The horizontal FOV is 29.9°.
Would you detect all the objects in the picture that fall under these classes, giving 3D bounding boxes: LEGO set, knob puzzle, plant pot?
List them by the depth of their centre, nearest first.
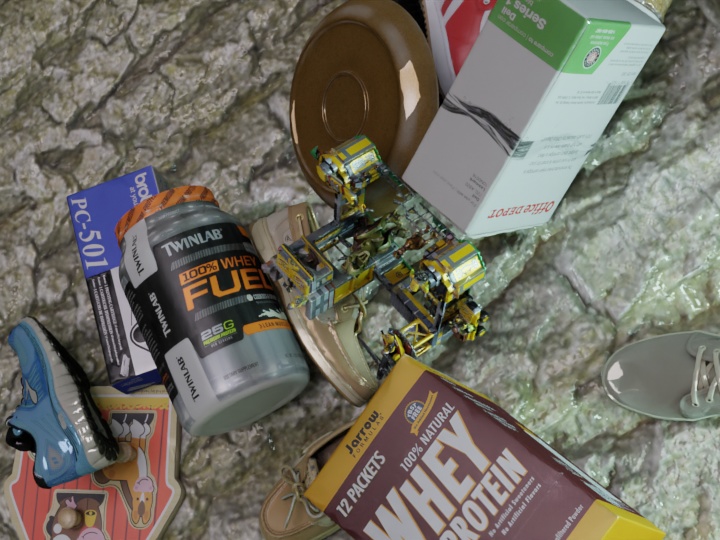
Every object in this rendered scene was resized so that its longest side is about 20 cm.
[{"bbox_3d":[0.000,0.000,1.108,0.116,0.154,0.200,-32,71,-23],"label":"LEGO set"},{"bbox_3d":[-0.007,-0.145,1.209,0.200,0.027,0.201,6,97,50],"label":"plant pot"},{"bbox_3d":[-0.259,0.208,1.278,0.219,0.030,0.220,-5,75,20],"label":"knob puzzle"}]

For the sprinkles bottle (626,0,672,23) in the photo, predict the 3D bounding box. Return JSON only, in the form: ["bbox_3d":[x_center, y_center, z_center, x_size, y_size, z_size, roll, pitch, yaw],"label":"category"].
[{"bbox_3d":[0.264,-0.289,1.167,0.068,0.068,0.200,27,88,25],"label":"sprinkles bottle"}]

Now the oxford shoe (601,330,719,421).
[{"bbox_3d":[0.289,0.084,1.071,0.199,0.058,0.075,2,80,24],"label":"oxford shoe"}]

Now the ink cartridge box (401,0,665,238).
[{"bbox_3d":[0.140,-0.135,1.101,0.084,0.146,0.200,42,117,24],"label":"ink cartridge box"}]

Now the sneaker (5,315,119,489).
[{"bbox_3d":[-0.302,0.122,1.263,0.090,0.078,0.200,-33,46,-3],"label":"sneaker"}]

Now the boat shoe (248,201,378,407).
[{"bbox_3d":[-0.030,0.024,1.206,0.069,0.074,0.200,-32,72,7],"label":"boat shoe"}]

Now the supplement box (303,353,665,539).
[{"bbox_3d":[0.101,0.189,1.043,0.200,0.197,0.133,36,92,26],"label":"supplement box"}]

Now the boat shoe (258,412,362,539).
[{"bbox_3d":[-0.016,0.168,1.170,0.200,0.063,0.073,-42,66,8],"label":"boat shoe"}]

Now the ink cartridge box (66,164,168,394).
[{"bbox_3d":[-0.212,0.008,1.294,0.094,0.044,0.200,-19,70,7],"label":"ink cartridge box"}]

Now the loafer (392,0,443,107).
[{"bbox_3d":[0.032,-0.173,1.238,0.071,0.073,0.201,-22,67,29],"label":"loafer"}]

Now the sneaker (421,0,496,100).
[{"bbox_3d":[0.111,-0.258,1.219,0.112,0.071,0.201,-14,80,23],"label":"sneaker"}]

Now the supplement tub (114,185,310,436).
[{"bbox_3d":[-0.136,0.034,1.189,0.122,0.123,0.200,-31,74,13],"label":"supplement tub"}]
